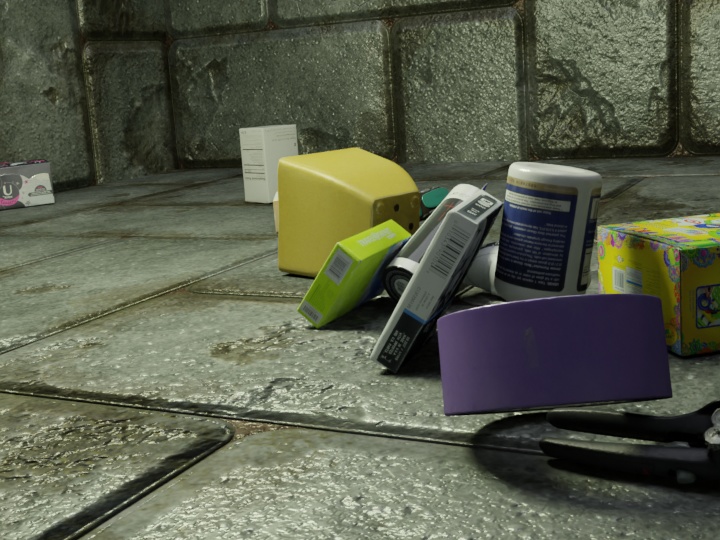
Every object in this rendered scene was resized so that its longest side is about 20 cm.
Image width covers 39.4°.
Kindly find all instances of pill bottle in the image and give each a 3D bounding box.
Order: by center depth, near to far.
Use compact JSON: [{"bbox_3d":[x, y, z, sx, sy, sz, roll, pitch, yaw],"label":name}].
[{"bbox_3d":[0.215,-0.019,1.179,0.109,0.204,0.111,6,11,-1],"label":"pill bottle"}]

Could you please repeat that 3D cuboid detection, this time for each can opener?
[{"bbox_3d":[0.236,0.140,0.801,0.197,0.079,0.064,-3,45,30],"label":"can opener"}]

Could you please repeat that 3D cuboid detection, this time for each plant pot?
[{"bbox_3d":[-0.006,-0.088,1.692,0.192,0.199,0.198,-14,21,-42],"label":"plant pot"}]

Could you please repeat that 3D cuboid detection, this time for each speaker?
[{"bbox_3d":[0.114,-0.035,1.436,0.080,0.082,0.200,5,42,41],"label":"speaker"}]

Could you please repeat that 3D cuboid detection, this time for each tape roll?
[{"bbox_3d":[0.167,0.077,0.877,0.196,0.087,0.200,-4,-10,-1],"label":"tape roll"}]

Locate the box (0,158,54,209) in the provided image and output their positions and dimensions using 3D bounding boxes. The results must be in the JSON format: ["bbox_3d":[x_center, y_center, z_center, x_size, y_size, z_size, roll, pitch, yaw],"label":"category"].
[{"bbox_3d":[-1.056,-0.263,3.093,0.197,0.135,0.114,-10,16,-27],"label":"box"}]

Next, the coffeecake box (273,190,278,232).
[{"bbox_3d":[-0.118,-0.142,2.283,0.150,0.075,0.200,-5,11,-1],"label":"coffeecake box"}]

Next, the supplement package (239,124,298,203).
[{"bbox_3d":[-0.247,-0.295,2.769,0.120,0.204,0.119,-13,14,-40],"label":"supplement package"}]

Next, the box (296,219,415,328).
[{"bbox_3d":[0.000,0.000,1.405,0.047,0.123,0.199,38,26,13],"label":"box"}]

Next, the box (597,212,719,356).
[{"bbox_3d":[0.413,0.008,1.198,0.189,0.124,0.200,-7,11,-12],"label":"box"}]

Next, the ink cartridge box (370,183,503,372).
[{"bbox_3d":[0.098,0.004,1.176,0.043,0.200,0.200,30,21,9],"label":"ink cartridge box"}]

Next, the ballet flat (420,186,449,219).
[{"bbox_3d":[0.121,-0.141,2.252,0.071,0.073,0.198,7,15,44],"label":"ballet flat"}]

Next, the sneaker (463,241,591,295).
[{"bbox_3d":[0.213,0.007,1.402,0.197,0.077,0.114,6,12,29],"label":"sneaker"}]
